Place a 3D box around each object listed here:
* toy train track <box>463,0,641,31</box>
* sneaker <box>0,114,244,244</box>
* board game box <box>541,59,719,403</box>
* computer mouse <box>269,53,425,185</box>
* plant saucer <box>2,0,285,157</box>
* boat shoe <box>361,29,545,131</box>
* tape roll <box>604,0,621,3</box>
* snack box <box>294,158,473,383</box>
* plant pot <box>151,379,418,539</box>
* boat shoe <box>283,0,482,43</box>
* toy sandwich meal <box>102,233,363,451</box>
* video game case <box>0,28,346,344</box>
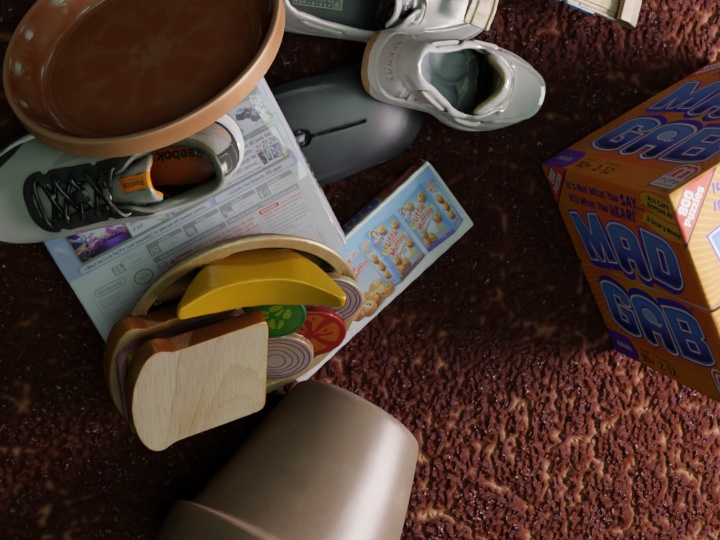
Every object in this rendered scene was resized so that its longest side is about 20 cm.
[{"bbox_3d":[0.147,-0.236,0.938,0.198,0.032,0.116,15,89,-26],"label":"toy train track"},{"bbox_3d":[-0.177,-0.063,0.811,0.198,0.079,0.075,-16,112,-1],"label":"sneaker"},{"bbox_3d":[0.311,-0.038,0.997,0.199,0.200,0.201,-30,110,-12],"label":"board game box"},{"bbox_3d":[-0.029,-0.105,0.934,0.198,0.053,0.140,-25,109,-14],"label":"computer mouse"},{"bbox_3d":[-0.146,-0.154,0.815,0.199,0.200,0.032,-35,143,-10],"label":"plant saucer"},{"bbox_3d":[0.091,-0.144,0.933,0.199,0.069,0.072,-1,102,-45],"label":"boat shoe"},{"bbox_3d":[0.203,-0.323,0.984,0.201,0.037,0.205,-5,103,-21],"label":"tape roll"},{"bbox_3d":[0.000,0.000,0.983,0.200,0.024,0.072,-42,112,-8],"label":"snack box"},{"bbox_3d":[-0.037,0.190,0.937,0.200,0.200,0.176,38,69,-23],"label":"plant pot"},{"bbox_3d":[0.022,-0.210,0.923,0.198,0.066,0.073,3,100,-22],"label":"boat shoe"},{"bbox_3d":[-0.088,0.055,0.875,0.203,0.071,0.206,-15,141,-13],"label":"toy sandwich meal"},{"bbox_3d":[-0.138,-0.056,0.884,0.199,0.046,0.182,-27,111,2],"label":"video game case"}]
